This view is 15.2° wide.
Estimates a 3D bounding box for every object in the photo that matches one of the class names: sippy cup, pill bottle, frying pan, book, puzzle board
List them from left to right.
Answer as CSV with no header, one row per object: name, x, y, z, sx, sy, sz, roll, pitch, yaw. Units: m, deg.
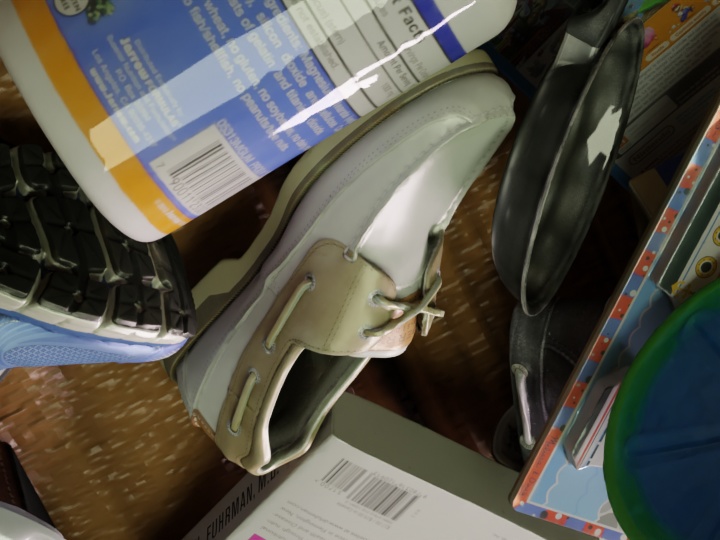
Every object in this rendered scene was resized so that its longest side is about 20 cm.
pill bottle,-0.018,-0.105,0.898,0.199,0.112,0.112,-32,133,5
book,-0.014,0.140,1.114,0.133,0.048,0.200,27,129,-24
frying pan,0.073,-0.056,0.947,0.031,0.115,0.190,21,158,14
puzzle board,0.163,0.028,1.042,0.150,0.017,0.201,19,106,-27
sippy cup,0.178,0.083,0.997,0.178,0.140,0.130,-38,132,11

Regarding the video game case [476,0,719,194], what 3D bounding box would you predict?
video game case,0.125,-0.105,1.017,0.143,0.018,0.200,-39,131,14

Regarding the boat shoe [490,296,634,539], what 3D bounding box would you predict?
boat shoe,0.089,0.078,1.128,0.067,0.072,0.200,10,148,13

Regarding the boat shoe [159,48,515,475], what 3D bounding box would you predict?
boat shoe,0.000,0.000,0.989,0.074,0.069,0.200,-12,153,-43

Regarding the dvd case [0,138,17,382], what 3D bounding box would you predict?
dvd case,-0.200,-0.009,0.971,0.199,0.018,0.143,27,116,-36

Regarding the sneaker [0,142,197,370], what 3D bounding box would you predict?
sneaker,-0.154,0.007,0.951,0.199,0.079,0.089,7,139,-23

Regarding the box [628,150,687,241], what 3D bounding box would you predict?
box,0.207,-0.034,1.082,0.199,0.032,0.121,-25,143,-5

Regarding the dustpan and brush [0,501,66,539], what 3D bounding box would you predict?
dustpan and brush,-0.203,0.079,0.981,0.199,0.057,0.140,28,152,-15

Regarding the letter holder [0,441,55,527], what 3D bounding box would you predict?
letter holder,-0.164,0.190,1.028,0.141,0.200,0.101,-23,133,-1
